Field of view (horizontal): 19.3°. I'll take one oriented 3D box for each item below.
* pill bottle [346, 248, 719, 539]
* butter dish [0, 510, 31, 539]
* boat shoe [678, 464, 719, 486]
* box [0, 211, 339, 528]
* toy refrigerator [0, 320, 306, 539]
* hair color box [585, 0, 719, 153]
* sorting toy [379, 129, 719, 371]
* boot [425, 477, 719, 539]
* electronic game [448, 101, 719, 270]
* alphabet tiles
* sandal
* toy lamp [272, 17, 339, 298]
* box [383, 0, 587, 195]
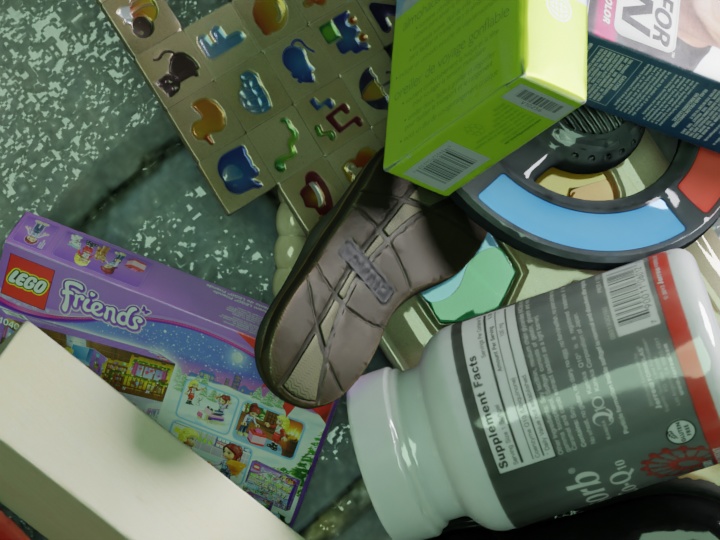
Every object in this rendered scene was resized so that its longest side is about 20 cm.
[{"bbox_3d":[0.100,0.072,1.135,0.198,0.116,0.117,-19,86,10],"label":"pill bottle"},{"bbox_3d":[-0.214,0.256,1.114,0.200,0.148,0.200,-39,122,-3],"label":"butter dish"},{"bbox_3d":[0.240,0.148,1.183,0.200,0.063,0.073,42,93,-2],"label":"boat shoe"},{"bbox_3d":[-0.115,0.066,1.174,0.198,0.039,0.138,21,121,1],"label":"box"},{"bbox_3d":[-0.126,0.118,1.132,0.200,0.076,0.070,39,60,-10],"label":"toy refrigerator"},{"bbox_3d":[0.185,-0.128,1.166,0.198,0.061,0.101,18,57,-14],"label":"hair color box"},{"bbox_3d":[0.113,0.018,1.211,0.199,0.036,0.186,-34,87,-2],"label":"sorting toy"},{"bbox_3d":[0.111,0.181,1.120,0.209,0.158,0.080,-10,103,15],"label":"boot"},{"bbox_3d":[0.122,-0.092,1.183,0.198,0.042,0.202,6,63,-11],"label":"electronic game"},{"bbox_3d":[-0.042,-0.128,1.177,0.167,0.008,0.201,-33,93,-23],"label":"alphabet tiles"},{"bbox_3d":[0.000,0.000,1.143,0.082,0.054,0.200,50,54,-20],"label":"sandal"},{"bbox_3d":[-0.038,-0.042,1.204,0.058,0.058,0.202,1,85,0],"label":"toy lamp"},{"bbox_3d":[0.067,-0.154,1.116,0.047,0.122,0.202,20,58,-28],"label":"box"}]
